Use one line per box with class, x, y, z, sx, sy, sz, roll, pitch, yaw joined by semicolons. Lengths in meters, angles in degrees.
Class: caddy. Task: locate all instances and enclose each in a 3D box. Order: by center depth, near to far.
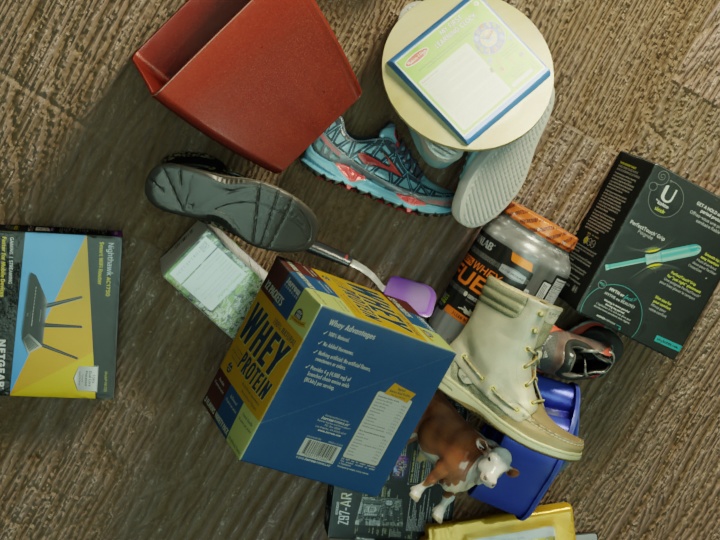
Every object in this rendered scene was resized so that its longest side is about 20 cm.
caddy;0.210;0.217;1.754;0.105;0.141;0.200;19;133;-3

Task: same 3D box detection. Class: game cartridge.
game cartridge;0.180;0.395;1.809;0.200;0.032;0.176;-8;93;-11

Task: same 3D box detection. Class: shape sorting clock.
shape sorting clock;0.123;-0.229;1.642;0.200;0.039;0.200;2;75;-8

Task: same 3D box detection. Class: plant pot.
plant pot;-0.115;-0.228;1.605;0.200;0.200;0.176;-44;116;3

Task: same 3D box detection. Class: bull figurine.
bull figurine;0.101;0.219;1.692;0.121;0.200;0.065;-46;127;4

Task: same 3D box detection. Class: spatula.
spatula;0.000;0.000;1.743;0.200;0.057;0.021;28;133;-7

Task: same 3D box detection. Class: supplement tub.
supplement tub;0.173;0.024;1.733;0.122;0.123;0.200;28;97;-13

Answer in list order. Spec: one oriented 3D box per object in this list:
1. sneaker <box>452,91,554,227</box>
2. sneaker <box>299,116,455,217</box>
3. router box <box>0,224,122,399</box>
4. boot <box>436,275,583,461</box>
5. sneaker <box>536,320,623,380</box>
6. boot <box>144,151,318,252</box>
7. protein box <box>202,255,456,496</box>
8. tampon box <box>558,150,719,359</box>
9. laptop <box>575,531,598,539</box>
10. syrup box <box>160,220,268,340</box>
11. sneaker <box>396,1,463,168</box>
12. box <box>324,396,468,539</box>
sneaker;0.158;-0.146;1.705;0.074;0.082;0.200;34;84;-35
sneaker;0.035;-0.127;1.700;0.200;0.079;0.096;20;97;-13
router box;-0.362;0.049;1.694;0.149;0.051;0.200;2;102;-11
boot;0.194;0.112;1.631;0.200;0.072;0.155;32;96;18
sneaker;0.278;0.111;1.746;0.200;0.082;0.077;1;110;-50
boot;-0.149;-0.083;1.645;0.200;0.151;0.073;15;99;-10
protein box;-0.037;0.123;1.638;0.198;0.135;0.200;20;104;-33
tampon box;0.352;-0.021;1.746;0.150;0.126;0.200;26;97;-14
laptop;0.231;0.458;1.844;0.187;0.116;0.200;-4;103;-8
syrup box;-0.140;0.034;1.709;0.079;0.081;0.200;-46;107;4
sneaker;0.074;-0.215;1.693;0.074;0.082;0.200;-5;79;-14
box;0.045;0.243;1.804;0.160;0.044;0.200;4;102;-9
